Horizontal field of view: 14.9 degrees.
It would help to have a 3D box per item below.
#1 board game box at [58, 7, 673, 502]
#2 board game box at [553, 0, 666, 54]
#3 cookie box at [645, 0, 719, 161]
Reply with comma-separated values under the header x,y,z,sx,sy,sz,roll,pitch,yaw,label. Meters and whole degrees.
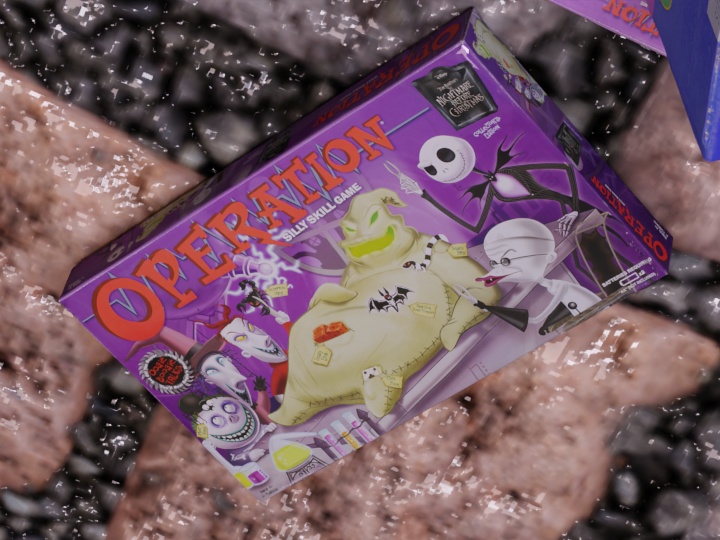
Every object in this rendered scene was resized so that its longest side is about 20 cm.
x,y,z,sx,sy,sz,roll,pitch,yaw,label
0.000,0.000,1.014,0.200,0.032,0.120,-32,110,29,board game box
0.071,-0.144,0.883,0.200,0.032,0.120,25,122,-5,board game box
0.189,-0.125,0.779,0.200,0.075,0.171,-12,149,-8,cookie box
